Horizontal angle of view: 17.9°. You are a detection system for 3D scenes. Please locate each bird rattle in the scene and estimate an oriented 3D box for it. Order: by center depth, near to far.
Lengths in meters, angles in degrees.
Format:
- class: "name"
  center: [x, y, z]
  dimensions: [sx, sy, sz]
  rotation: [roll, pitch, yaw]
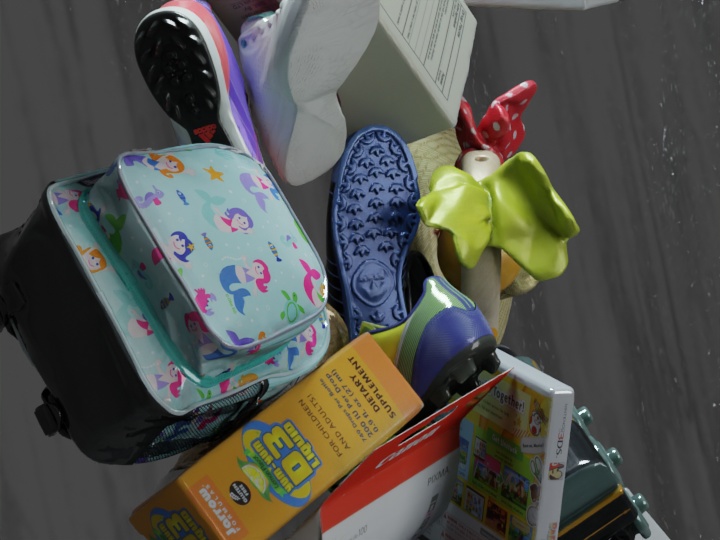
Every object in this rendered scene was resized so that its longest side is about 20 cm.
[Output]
- class: "bird rattle"
  center: [0.080, -0.039, 1.636]
  dimensions: [0.200, 0.112, 0.164]
  rotation: [-107, -161, -63]

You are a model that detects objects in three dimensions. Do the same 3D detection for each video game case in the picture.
- class: "video game case"
  center: [0.079, 0.143, 1.559]
  dimensions: [0.023, 0.200, 0.183]
  rotation: [1, 102, -25]

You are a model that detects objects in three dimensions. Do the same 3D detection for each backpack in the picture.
- class: "backpack"
  center: [-0.109, 0.012, 1.402]
  dimensions: [0.200, 0.150, 0.178]
  rotation: [-10, 66, -59]

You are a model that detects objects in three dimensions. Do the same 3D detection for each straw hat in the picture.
- class: "straw hat"
  center: [0.101, -0.024, 1.756]
  dimensions: [0.200, 0.085, 0.203]
  rotation: [18, 67, -50]

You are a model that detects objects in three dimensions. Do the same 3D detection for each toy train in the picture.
- class: "toy train"
  center: [0.134, 0.131, 1.602]
  dimensions: [0.114, 0.085, 0.200]
  rotation: [57, 2, -38]

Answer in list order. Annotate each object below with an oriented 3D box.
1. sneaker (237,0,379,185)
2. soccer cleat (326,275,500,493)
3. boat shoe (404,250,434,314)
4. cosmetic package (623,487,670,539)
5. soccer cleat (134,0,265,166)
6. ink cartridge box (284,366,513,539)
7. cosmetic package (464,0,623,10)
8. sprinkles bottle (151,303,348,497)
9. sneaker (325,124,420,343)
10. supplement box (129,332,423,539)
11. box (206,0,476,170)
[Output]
- class: "sneaker"
  center: [-0.046, -0.149, 1.509]
  dimensions: [0.075, 0.201, 0.089]
  rotation: [-22, 59, -29]
- class: "soccer cleat"
  center: [0.013, 0.081, 1.537]
  dimensions: [0.065, 0.200, 0.084]
  rotation: [-10, 61, -53]
- class: "boat shoe"
  center: [0.052, 0.081, 1.675]
  dimensions: [0.072, 0.067, 0.201]
  rotation: [-26, 102, -54]
- class: "cosmetic package"
  center: [0.159, 0.291, 1.685]
  dimensions: [0.200, 0.166, 0.168]
  rotation: [49, 46, -34]
- class: "soccer cleat"
  center: [-0.091, -0.086, 1.531]
  dimensions: [0.073, 0.068, 0.201]
  rotation: [-49, 122, -64]
- class: "ink cartridge box"
  center: [0.014, 0.158, 1.492]
  dimensions: [0.162, 0.200, 0.057]
  rotation: [-27, 79, -49]
- class: "cosmetic package"
  center: [0.138, -0.294, 1.766]
  dimensions: [0.200, 0.164, 0.166]
  rotation: [-23, 115, -59]
- class: "sprinkles bottle"
  center: [-0.072, 0.102, 1.501]
  dimensions: [0.068, 0.068, 0.201]
  rotation: [56, 41, -28]
- class: "sneaker"
  center: [0.000, 0.000, 1.606]
  dimensions: [0.070, 0.078, 0.202]
  rotation: [0, 90, -22]
- class: "supplement box"
  center: [-0.049, 0.118, 1.416]
  dimensions: [0.067, 0.069, 0.200]
  rotation: [52, 48, 1]
- class: "box"
  center: [-0.018, -0.193, 1.604]
  dimensions: [0.200, 0.108, 0.128]
  rotation: [53, 32, -31]
